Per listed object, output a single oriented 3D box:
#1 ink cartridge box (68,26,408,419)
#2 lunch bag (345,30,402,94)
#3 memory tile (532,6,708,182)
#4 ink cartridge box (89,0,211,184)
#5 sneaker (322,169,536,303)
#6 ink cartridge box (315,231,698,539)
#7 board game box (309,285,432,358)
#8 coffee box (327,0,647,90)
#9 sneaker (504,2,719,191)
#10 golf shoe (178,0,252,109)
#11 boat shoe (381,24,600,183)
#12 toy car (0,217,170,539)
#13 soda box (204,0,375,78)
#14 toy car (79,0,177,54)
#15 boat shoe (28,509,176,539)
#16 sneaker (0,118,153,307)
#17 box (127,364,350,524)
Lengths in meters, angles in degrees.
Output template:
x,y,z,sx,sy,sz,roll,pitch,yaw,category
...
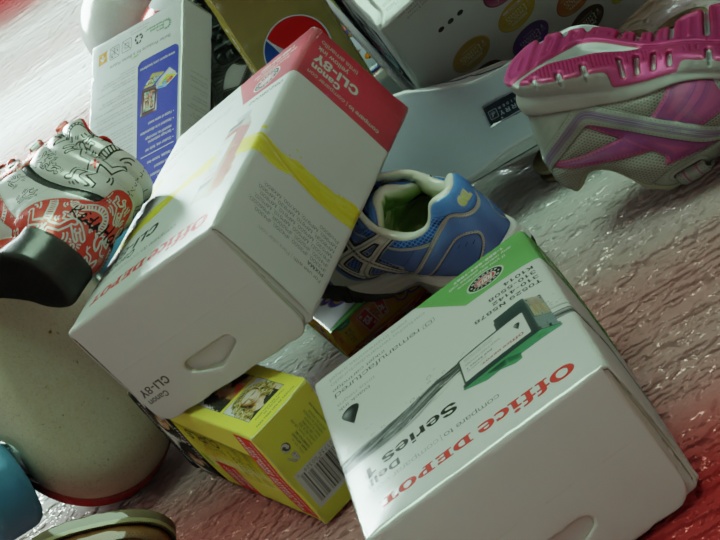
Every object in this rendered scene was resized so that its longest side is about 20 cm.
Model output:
x,y,z,sx,sy,sz,roll,pitch,yaw,category
-0.070,-0.029,1.459,0.145,0.083,0.200,-35,21,38,ink cartridge box
0.040,-0.160,1.803,0.199,0.076,0.160,-33,21,5,lunch bag
0.201,-0.125,1.541,0.199,0.017,0.154,-18,29,43,memory tile
-0.146,-0.083,1.704,0.094,0.037,0.201,-24,52,36,ink cartridge box
0.016,-0.029,1.503,0.199,0.077,0.076,-2,47,44,sneaker
0.067,0.081,1.233,0.146,0.084,0.200,-37,20,5,ink cartridge box
0.000,0.000,1.608,0.095,0.030,0.200,-40,23,-5,board game box
0.060,-0.237,1.632,0.200,0.198,0.200,-42,60,-1,coffee box
0.187,-0.095,1.418,0.199,0.089,0.081,-5,29,19,sneaker
-0.097,-0.166,1.801,0.200,0.078,0.094,-56,-14,14,golf shoe
0.084,-0.093,1.559,0.199,0.074,0.065,-18,-8,19,boat shoe
-0.201,0.089,1.638,0.184,0.177,0.200,-31,-12,-18,toy car
-0.030,-0.126,1.604,0.064,0.201,0.068,-34,20,-3,soda box
-0.160,-0.195,1.956,0.184,0.200,0.177,-39,-23,-20,toy car
-0.191,0.205,1.452,0.199,0.072,0.068,-26,49,18,boat shoe
-0.210,-0.041,1.523,0.201,0.067,0.108,10,56,47,sneaker
-0.065,0.092,1.454,0.050,0.075,0.200,-46,23,-15,box
